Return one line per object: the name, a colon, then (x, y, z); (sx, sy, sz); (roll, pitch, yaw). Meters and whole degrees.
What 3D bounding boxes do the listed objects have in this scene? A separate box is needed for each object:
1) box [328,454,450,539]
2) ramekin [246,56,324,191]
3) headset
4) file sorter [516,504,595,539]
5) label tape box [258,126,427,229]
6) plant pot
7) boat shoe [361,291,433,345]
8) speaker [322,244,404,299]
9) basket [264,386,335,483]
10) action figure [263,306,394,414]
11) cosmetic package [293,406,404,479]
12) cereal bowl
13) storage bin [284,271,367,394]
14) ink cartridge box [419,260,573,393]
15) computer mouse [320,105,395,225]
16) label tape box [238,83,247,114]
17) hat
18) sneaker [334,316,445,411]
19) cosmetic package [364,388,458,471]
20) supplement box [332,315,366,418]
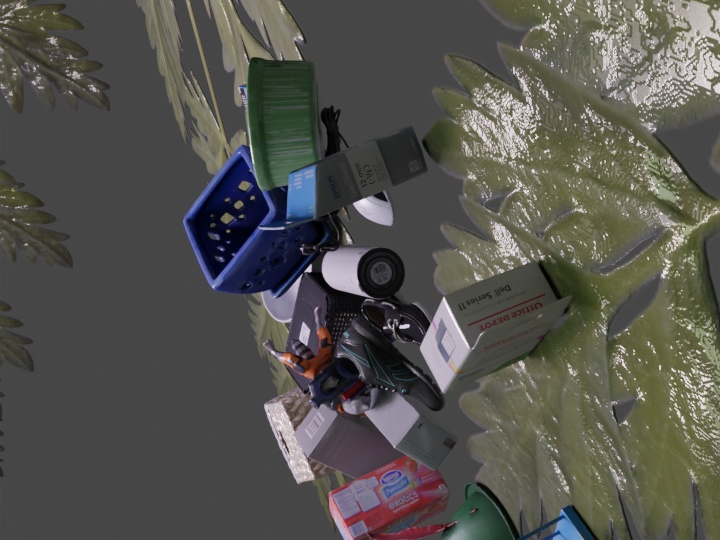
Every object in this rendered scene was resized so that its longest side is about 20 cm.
box: (0.051, 0.420, 1.611); (0.103, 0.200, 0.095); (57, 161, 30)
ramekin: (-0.109, -0.223, 1.339); (0.200, 0.097, 0.201); (-3, -90, -89)
headset: (-0.077, -0.124, 1.488); (0.124, 0.094, 0.201); (112, 144, -68)
file sorter: (0.245, 0.425, 1.127); (0.139, 0.122, 0.200); (56, 161, 37)
label tape box: (-0.034, -0.115, 1.133); (0.066, 0.200, 0.143); (70, 164, -8)
plant pot: (-0.179, -0.075, 1.616); (0.180, 0.200, 0.200); (21, -152, -45)
boat shoe: (0.061, 0.078, 1.370); (0.200, 0.060, 0.074); (38, 146, 60)
speaker: (0.000, 0.000, 1.428); (0.081, 0.081, 0.200); (70, 164, -8)
basket: (-0.073, 0.336, 1.929); (0.199, 0.200, 0.161); (66, 158, 4)
action figure: (-0.037, 0.156, 1.483); (0.194, 0.200, 0.105); (50, 148, 19)
cosmetic package: (-0.016, 0.337, 1.724); (0.200, 0.107, 0.090); (34, -176, -34)
cereal bowl: (-0.116, 0.004, 1.747); (0.200, 0.083, 0.201); (-7, 82, 54)
storage bin: (-0.062, 0.114, 1.620); (0.135, 0.093, 0.201); (43, 124, 55)
ink cartridge box: (0.143, 0.058, 0.967); (0.200, 0.117, 0.067); (105, 142, -65)
computer mouse: (-0.010, -0.145, 1.331); (0.200, 0.044, 0.110); (59, 161, 28)
label tape box: (-0.149, -0.247, 1.612); (0.143, 0.066, 0.201); (30, 139, 65)
hat: (0.138, 0.450, 1.408); (0.166, 0.176, 0.200); (64, 164, 13)
sneaker: (0.047, 0.163, 1.413); (0.200, 0.079, 0.075); (41, 175, 8)
cosmetic package: (0.068, 0.243, 1.483); (0.102, 0.074, 0.200); (36, -177, -29)
supplement box: (-0.022, 0.186, 1.764); (0.200, 0.073, 0.126); (41, 149, 57)
